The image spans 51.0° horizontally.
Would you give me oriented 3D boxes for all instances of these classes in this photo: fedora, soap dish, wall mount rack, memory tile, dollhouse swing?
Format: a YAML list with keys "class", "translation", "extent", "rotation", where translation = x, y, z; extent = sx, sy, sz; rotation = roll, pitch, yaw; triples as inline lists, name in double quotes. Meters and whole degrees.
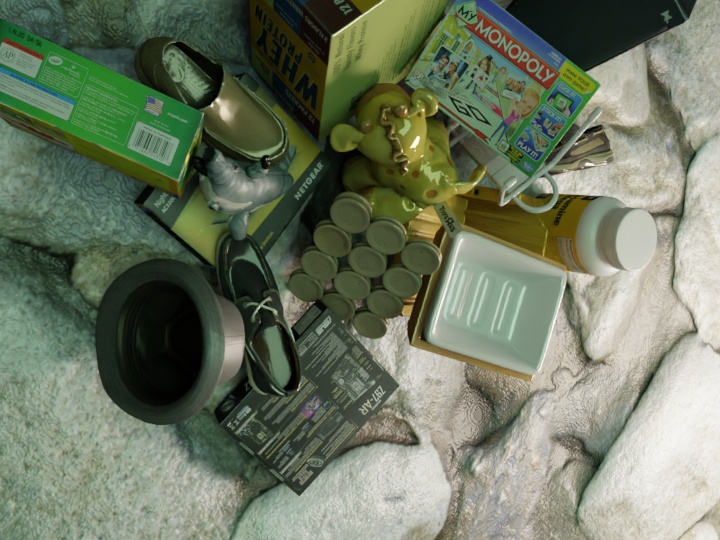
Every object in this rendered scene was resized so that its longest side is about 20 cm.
- class: "fedora"
  translation: [-0.204, 0.079, 0.857]
  extent: [0.089, 0.196, 0.182]
  rotation: [3, 78, -54]
- class: "soap dish"
  translation: [0.159, 0.040, 0.970]
  extent: [0.196, 0.081, 0.162]
  rotation: [18, 89, -25]
- class: "wall mount rack"
  translation: [0.212, -0.185, 1.008]
  extent: [0.172, 0.075, 0.201]
  rotation: [-36, 69, -11]
- class: "memory tile"
  translation: [0.000, 0.000, 0.936]
  extent: [0.151, 0.201, 0.017]
  rotation: [29, 46, -7]
- class: "dollhouse swing"
  translation: [0.151, -0.014, 1.022]
  extent: [0.175, 0.177, 0.206]
  rotation: [3, 98, -73]

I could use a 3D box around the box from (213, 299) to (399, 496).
- class: "box"
  translation: [-0.067, 0.167, 0.986]
  extent: [0.200, 0.043, 0.160]
  rotation: [-47, 116, -6]

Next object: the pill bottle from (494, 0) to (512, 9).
- class: "pill bottle"
  translation: [0.236, -0.305, 1.078]
  extent: [0.107, 0.108, 0.205]
  rotation: [-21, 106, -25]

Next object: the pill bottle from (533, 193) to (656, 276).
- class: "pill bottle"
  translation: [0.329, -0.054, 1.113]
  extent: [0.110, 0.199, 0.116]
  rotation: [-4, 99, -29]

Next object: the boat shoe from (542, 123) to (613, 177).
- class: "boat shoe"
  translation: [0.311, -0.188, 1.167]
  extent: [0.196, 0.074, 0.076]
  rotation: [-14, 94, -37]

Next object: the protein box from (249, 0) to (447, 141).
- class: "protein box"
  translation: [-0.012, -0.299, 0.865]
  extent: [0.199, 0.199, 0.135]
  rotation: [-40, 78, -19]

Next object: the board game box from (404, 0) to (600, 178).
- class: "board game box"
  translation: [0.168, -0.227, 0.907]
  extent: [0.198, 0.029, 0.136]
  rotation: [35, 113, -4]

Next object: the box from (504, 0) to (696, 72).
- class: "box"
  translation: [0.305, -0.346, 0.929]
  extent: [0.118, 0.194, 0.201]
  rotation: [53, 47, -17]

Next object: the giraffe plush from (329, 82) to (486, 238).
- class: "giraffe plush"
  translation: [0.040, -0.147, 0.900]
  extent: [0.172, 0.200, 0.163]
  rotation: [-43, 137, -4]

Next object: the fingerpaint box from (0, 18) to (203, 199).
- class: "fingerpaint box"
  translation: [-0.259, -0.152, 0.752]
  extent: [0.196, 0.167, 0.075]
  rotation: [23, 84, -12]

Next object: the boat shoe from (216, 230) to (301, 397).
- class: "boat shoe"
  translation: [-0.115, 0.050, 0.886]
  extent: [0.070, 0.067, 0.206]
  rotation: [-19, 99, -25]

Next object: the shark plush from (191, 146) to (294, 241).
- class: "shark plush"
  translation: [-0.129, -0.109, 0.796]
  extent: [0.081, 0.200, 0.093]
  rotation: [-18, 71, 5]

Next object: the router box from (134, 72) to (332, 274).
- class: "router box"
  translation: [-0.149, -0.107, 0.915]
  extent: [0.157, 0.052, 0.202]
  rotation: [41, 76, -27]

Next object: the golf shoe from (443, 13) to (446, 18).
- class: "golf shoe"
  translation: [0.129, -0.265, 0.973]
  extent: [0.075, 0.201, 0.092]
  rotation: [-37, 150, -8]

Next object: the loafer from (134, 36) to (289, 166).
- class: "loafer"
  translation: [-0.158, -0.181, 0.834]
  extent: [0.198, 0.067, 0.077]
  rotation: [32, 80, -25]
